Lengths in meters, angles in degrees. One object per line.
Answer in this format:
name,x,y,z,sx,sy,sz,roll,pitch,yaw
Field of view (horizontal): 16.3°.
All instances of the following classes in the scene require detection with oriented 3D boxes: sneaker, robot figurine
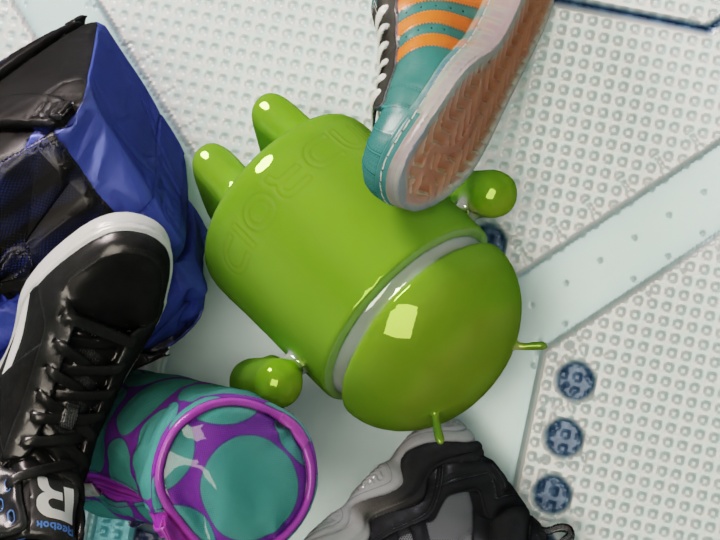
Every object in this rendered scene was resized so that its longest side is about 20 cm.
sneaker,-0.143,0.076,1.235,0.200,0.073,0.112,-53,37,28
robot figurine,0.000,0.000,1.300,0.175,0.116,0.200,-41,67,-15
sneaker,0.029,0.167,1.283,0.114,0.076,0.200,35,53,15
sneaker,0.034,-0.107,1.291,0.079,0.200,0.072,14,136,19

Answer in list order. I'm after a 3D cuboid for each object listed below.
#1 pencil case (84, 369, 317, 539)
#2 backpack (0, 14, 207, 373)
pencil case,-0.096,0.099,1.294,0.092,0.200,0.085,-36,104,-18
backpack,-0.188,-0.007,1.327,0.199,0.163,0.168,-29,105,8
